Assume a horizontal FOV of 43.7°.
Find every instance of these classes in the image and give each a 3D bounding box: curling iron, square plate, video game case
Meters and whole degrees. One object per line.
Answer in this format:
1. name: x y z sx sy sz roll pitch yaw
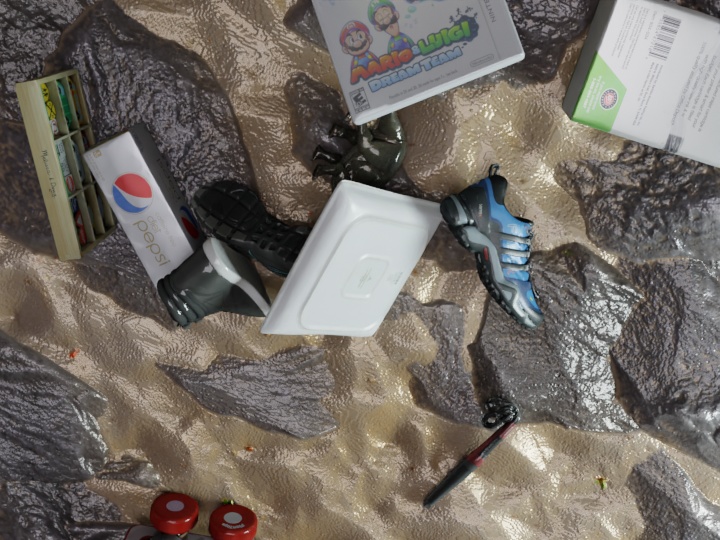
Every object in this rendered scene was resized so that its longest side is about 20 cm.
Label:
1. curling iron: 0.143 0.243 1.189 0.049 0.026 0.201 39 113 13
2. square plate: 0.000 0.000 1.041 0.028 0.197 0.201 43 112 34
3. video game case: 0.055 -0.280 0.981 0.198 0.024 0.184 -20 84 10

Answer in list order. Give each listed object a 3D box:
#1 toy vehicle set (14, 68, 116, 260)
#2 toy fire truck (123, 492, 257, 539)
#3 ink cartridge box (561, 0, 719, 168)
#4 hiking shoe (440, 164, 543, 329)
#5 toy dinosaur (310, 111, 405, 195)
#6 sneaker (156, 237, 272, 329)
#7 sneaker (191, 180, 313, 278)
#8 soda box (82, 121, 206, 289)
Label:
1. toy vehicle set: -0.337 -0.125 1.038 0.026 0.124 0.202 -7 109 6
2. toy fire truck: -0.225 0.394 1.185 0.198 0.168 0.113 10 109 0
3. ink cartridge box: 0.343 -0.211 0.988 0.198 0.084 0.147 17 109 -2
4. hiking shoe: 0.178 -0.019 1.063 0.086 0.074 0.201 -33 112 0
5. toy dinosaur: 0.006 -0.129 1.054 0.102 0.077 0.201 28 104 -20
6. sneaker: -0.171 0.030 1.057 0.099 0.200 0.071 -32 67 4
7. sneaker: -0.119 -0.035 1.081 0.199 0.079 0.076 31 66 13
8. soda box: -0.250 -0.071 1.084 0.068 0.064 0.201 -23 105 11
